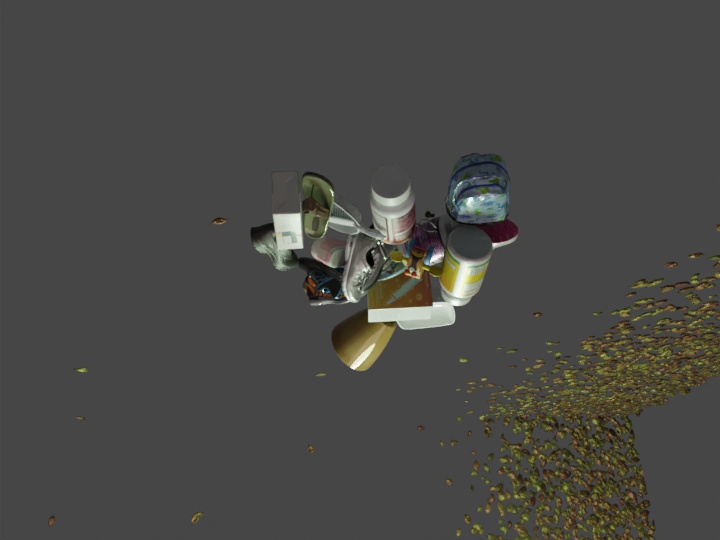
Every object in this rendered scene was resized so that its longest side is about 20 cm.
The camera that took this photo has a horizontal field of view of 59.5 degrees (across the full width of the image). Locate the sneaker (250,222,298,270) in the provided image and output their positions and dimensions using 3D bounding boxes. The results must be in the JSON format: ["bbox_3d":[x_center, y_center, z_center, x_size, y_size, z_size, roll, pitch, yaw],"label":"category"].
[{"bbox_3d":[-0.211,-0.063,1.681,0.089,0.078,0.200,-20,152,17],"label":"sneaker"}]

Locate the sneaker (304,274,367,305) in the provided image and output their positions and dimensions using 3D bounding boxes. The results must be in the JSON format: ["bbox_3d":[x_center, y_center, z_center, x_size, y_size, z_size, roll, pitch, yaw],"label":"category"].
[{"bbox_3d":[-0.078,0.033,1.814,0.195,0.115,0.078,-8,-165,21],"label":"sneaker"}]

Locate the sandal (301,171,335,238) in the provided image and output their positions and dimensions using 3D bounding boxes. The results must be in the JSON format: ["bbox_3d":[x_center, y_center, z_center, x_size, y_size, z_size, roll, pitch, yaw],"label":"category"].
[{"bbox_3d":[-0.103,-0.142,1.463,0.078,0.058,0.204,12,136,8],"label":"sandal"}]

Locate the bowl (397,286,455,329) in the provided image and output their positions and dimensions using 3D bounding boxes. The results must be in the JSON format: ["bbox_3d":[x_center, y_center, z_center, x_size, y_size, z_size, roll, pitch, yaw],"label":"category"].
[{"bbox_3d":[0.210,0.119,2.073,0.194,0.076,0.201,-8,153,9],"label":"bowl"}]

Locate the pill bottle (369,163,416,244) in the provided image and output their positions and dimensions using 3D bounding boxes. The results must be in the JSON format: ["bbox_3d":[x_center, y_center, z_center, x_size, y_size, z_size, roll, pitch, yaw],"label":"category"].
[{"bbox_3d":[0.077,-0.154,1.486,0.107,0.112,0.201,-5,153,4],"label":"pill bottle"}]

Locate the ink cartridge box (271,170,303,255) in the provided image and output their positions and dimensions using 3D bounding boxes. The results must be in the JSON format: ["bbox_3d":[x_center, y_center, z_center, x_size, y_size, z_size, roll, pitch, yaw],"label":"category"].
[{"bbox_3d":[-0.172,-0.130,1.498,0.065,0.120,0.201,-3,153,-5],"label":"ink cartridge box"}]

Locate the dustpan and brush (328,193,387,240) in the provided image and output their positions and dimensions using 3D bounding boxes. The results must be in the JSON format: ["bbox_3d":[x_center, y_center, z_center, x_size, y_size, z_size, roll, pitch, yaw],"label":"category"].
[{"bbox_3d":[-0.022,-0.120,1.525,0.195,0.058,0.140,15,155,12],"label":"dustpan and brush"}]

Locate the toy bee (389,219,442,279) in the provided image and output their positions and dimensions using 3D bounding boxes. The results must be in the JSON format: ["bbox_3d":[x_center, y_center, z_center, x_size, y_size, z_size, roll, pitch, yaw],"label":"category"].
[{"bbox_3d":[0.128,-0.025,1.526,0.128,0.110,0.201,11,152,29],"label":"toy bee"}]

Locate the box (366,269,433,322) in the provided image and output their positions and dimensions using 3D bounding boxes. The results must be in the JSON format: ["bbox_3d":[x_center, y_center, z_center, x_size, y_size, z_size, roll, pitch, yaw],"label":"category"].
[{"bbox_3d":[0.117,0.078,1.925,0.194,0.127,0.098,-3,153,-1],"label":"box"}]

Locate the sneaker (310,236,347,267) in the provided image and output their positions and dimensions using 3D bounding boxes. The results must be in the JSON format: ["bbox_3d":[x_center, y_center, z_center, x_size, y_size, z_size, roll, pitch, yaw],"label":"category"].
[{"bbox_3d":[-0.058,-0.054,1.726,0.103,0.077,0.198,24,-165,32],"label":"sneaker"}]

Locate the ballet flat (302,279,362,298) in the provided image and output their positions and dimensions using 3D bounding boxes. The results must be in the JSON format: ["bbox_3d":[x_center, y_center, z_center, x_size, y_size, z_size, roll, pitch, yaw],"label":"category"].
[{"bbox_3d":[-0.088,0.053,1.940,0.196,0.076,0.074,12,150,-23],"label":"ballet flat"}]

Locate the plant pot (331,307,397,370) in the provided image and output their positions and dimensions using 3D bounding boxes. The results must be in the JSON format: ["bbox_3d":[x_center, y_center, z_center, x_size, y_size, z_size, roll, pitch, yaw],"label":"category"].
[{"bbox_3d":[0.030,0.208,2.139,0.183,0.190,0.200,17,134,-35],"label":"plant pot"}]

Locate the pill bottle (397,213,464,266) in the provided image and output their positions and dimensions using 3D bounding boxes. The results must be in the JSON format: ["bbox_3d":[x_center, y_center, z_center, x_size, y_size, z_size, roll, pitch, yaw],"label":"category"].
[{"bbox_3d":[0.203,-0.079,1.643,0.197,0.115,0.111,-21,148,33],"label":"pill bottle"}]

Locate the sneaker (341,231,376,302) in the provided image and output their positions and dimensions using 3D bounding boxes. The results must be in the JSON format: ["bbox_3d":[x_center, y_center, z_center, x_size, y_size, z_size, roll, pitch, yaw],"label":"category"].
[{"bbox_3d":[0.000,0.000,1.619,0.080,0.075,0.204,13,125,15],"label":"sneaker"}]

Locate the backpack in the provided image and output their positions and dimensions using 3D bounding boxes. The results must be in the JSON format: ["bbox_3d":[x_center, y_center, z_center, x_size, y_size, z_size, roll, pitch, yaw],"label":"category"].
[{"bbox_3d":[0.274,-0.183,1.442,0.159,0.156,0.202,2,141,6],"label":"backpack"}]

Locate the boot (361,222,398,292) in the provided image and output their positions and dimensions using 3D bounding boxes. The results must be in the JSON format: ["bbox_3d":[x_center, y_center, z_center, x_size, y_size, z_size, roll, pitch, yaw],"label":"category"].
[{"bbox_3d":[0.019,-0.041,1.686,0.201,0.070,0.131,-52,142,2],"label":"boot"}]

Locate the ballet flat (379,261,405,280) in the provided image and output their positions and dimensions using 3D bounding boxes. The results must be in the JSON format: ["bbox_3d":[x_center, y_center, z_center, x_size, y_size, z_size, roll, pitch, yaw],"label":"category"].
[{"bbox_3d":[0.046,-0.005,1.816,0.197,0.076,0.074,-24,147,30],"label":"ballet flat"}]

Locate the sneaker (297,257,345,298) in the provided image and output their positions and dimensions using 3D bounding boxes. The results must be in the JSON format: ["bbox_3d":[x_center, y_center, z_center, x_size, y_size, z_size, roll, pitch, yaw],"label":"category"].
[{"bbox_3d":[-0.113,0.016,1.733,0.072,0.084,0.198,8,-171,-43],"label":"sneaker"}]

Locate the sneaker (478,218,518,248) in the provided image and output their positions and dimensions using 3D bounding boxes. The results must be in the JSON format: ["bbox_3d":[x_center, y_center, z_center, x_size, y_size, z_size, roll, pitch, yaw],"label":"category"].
[{"bbox_3d":[0.330,-0.087,1.690,0.196,0.083,0.088,-8,156,28],"label":"sneaker"}]

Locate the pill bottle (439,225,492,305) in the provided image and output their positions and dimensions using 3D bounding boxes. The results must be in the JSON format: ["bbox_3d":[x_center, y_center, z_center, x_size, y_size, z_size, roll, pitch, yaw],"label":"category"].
[{"bbox_3d":[0.254,-0.004,1.556,0.110,0.115,0.202,-1,142,-4],"label":"pill bottle"}]
